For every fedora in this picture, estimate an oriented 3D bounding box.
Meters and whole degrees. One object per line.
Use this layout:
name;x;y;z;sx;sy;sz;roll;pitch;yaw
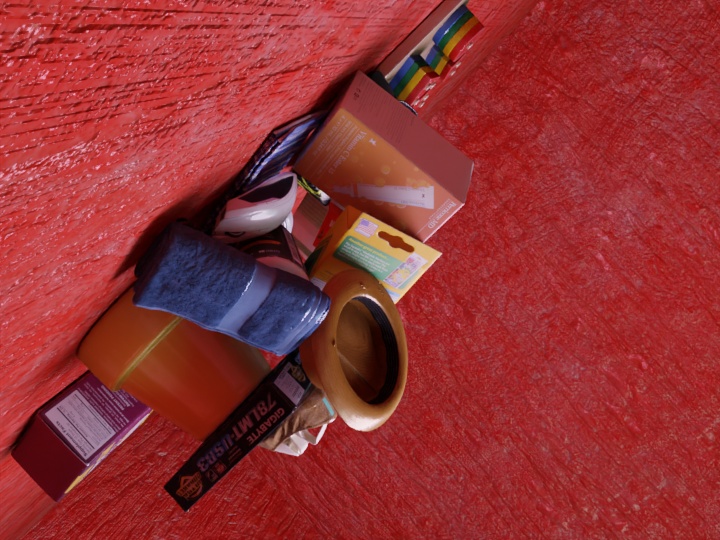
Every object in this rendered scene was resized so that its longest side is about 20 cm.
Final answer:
fedora;-0.017;0.101;0.901;0.081;0.204;0.201;-8;-155;37

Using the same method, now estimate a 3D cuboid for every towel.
towel;-0.124;-0.113;0.906;0.200;0.024;0.145;-46;-178;31
towel;-0.137;0.027;0.772;0.112;0.198;0.049;-43;-147;36
towel;-0.043;-0.105;1.258;0.030;0.149;0.202;20;107;-52

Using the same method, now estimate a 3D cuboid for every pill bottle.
pill bottle;-0.126;-0.002;0.928;0.106;0.106;0.200;-44;-156;6

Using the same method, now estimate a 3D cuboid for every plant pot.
plant pot;-0.224;0.107;0.927;0.201;0.189;0.201;-44;-179;1

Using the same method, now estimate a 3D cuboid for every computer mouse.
computer mouse;-0.138;-0.055;0.839;0.199;0.044;0.110;-34;167;-36

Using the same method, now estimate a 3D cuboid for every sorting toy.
sorting toy;0.103;-0.321;1.120;0.200;0.070;0.199;-46;-179;-7

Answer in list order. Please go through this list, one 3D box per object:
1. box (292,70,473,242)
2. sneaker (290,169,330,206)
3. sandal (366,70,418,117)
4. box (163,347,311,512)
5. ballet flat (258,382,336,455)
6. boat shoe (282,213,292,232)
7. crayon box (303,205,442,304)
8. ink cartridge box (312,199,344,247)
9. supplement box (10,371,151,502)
box;0.032;-0.137;0.946;0.124;0.198;0.098;-44;-163;41
sneaker;-0.059;-0.152;1.105;0.077;0.075;0.200;-54;-173;-1
sandal;0.057;-0.215;1.052;0.200;0.044;0.077;45;53;-59
box;-0.142;0.191;0.932;0.200;0.050;0.199;-45;180;12
ballet flat;-0.092;0.220;1.015;0.200;0.072;0.068;-43;-174;45
boat shoe;-0.171;-0.034;1.103;0.200;0.072;0.071;-42;-173;44
crayon box;0.000;0.000;0.949;0.200;0.124;0.052;-49;-153;35
ink cartridge box;-0.034;-0.126;1.161;0.202;0.056;0.163;-59;-160;4
supplement box;-0.393;0.219;1.070;0.131;0.103;0.200;-44;-179;36
